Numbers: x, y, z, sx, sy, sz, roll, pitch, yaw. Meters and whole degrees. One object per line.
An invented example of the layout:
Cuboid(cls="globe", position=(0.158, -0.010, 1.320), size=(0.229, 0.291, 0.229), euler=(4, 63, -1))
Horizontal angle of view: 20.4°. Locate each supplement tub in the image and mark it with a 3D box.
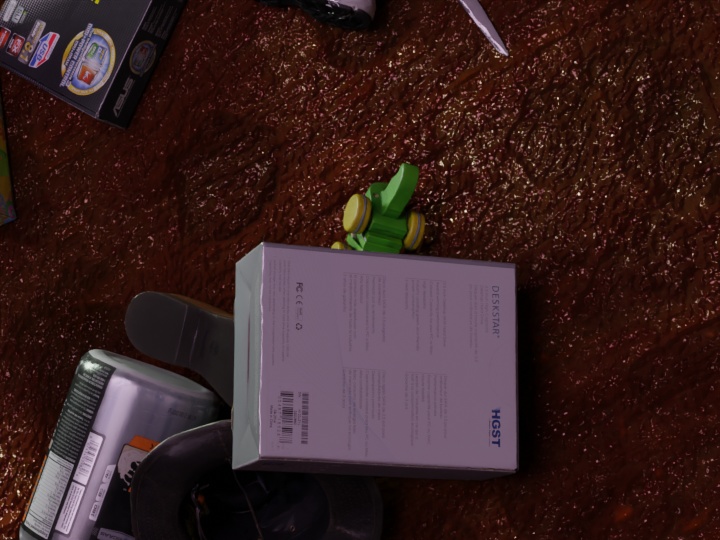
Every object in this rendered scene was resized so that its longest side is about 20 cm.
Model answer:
Cuboid(cls="supplement tub", position=(-0.199, 0.175, 1.608), size=(0.122, 0.122, 0.201), euler=(21, 91, 33))

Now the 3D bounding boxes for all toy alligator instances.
Cuboid(cls="toy alligator", position=(0.000, 0.000, 1.567), size=(0.054, 0.059, 0.201), euler=(-114, 42, -62))

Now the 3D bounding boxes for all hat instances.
Cuboid(cls="hat", position=(-0.076, 0.174, 1.550), size=(0.199, 0.081, 0.202), euler=(3, 119, 6))

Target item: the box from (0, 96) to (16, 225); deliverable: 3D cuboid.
Cuboid(cls="box", position=(-0.432, -0.122, 1.818), size=(0.192, 0.122, 0.201), euler=(-20, 70, 26))

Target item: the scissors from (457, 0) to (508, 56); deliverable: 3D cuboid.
Cuboid(cls="scissors", position=(0.066, -0.253, 1.595), size=(0.200, 0.014, 0.073), euler=(42, 62, 15))

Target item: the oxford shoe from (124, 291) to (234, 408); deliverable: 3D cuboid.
Cuboid(cls="oxford shoe", position=(-0.091, 0.067, 1.596), size=(0.199, 0.071, 0.072), euler=(30, 105, 27))

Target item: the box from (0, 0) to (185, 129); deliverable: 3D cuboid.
Cuboid(cls="box", position=(-0.231, -0.247, 1.765), size=(0.160, 0.044, 0.201), euler=(29, 95, 33))

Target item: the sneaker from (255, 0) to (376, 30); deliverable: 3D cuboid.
Cuboid(cls="sneaker", position=(-0.061, -0.261, 1.654), size=(0.199, 0.074, 0.080), euler=(22, 82, 27))

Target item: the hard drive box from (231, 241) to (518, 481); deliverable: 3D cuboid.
Cuboid(cls="hard drive box", position=(0.011, 0.070, 1.454), size=(0.077, 0.198, 0.157), euler=(148, 125, -68))
